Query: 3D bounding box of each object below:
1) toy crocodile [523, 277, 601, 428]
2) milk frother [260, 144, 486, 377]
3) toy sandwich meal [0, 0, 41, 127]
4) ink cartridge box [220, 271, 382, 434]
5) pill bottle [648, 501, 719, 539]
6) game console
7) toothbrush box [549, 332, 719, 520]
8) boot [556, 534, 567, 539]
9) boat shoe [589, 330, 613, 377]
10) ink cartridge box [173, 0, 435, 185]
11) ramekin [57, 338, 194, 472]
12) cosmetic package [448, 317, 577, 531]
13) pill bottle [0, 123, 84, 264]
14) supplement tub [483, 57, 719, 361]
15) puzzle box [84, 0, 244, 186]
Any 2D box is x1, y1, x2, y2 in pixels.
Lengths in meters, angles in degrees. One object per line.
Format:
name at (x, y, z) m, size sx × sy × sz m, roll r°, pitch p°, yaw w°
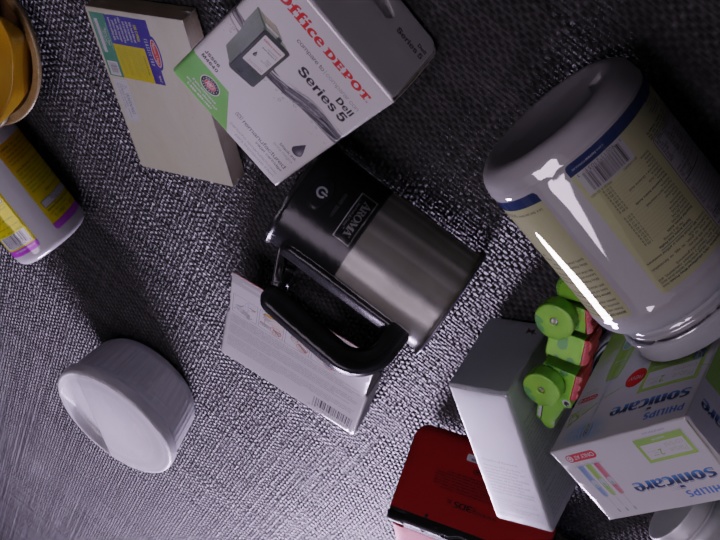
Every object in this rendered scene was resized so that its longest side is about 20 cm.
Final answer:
toy crocodile at (0.196, 0.067, 1.029) m, size 0.061 × 0.067 × 0.202 m, roll 22°, pitch 131°, yaw 23°
milk frother at (0.000, 0.000, 1.108) m, size 0.187 × 0.182 × 0.200 m, roll 37°, pitch -173°, yaw 2°
toy sandwich meal at (-0.435, -0.247, 1.216) m, size 0.202 × 0.070 × 0.208 m, roll 14°, pitch 123°, yaw 22°
ink cartridge box at (-0.067, 0.087, 1.306) m, size 0.198 × 0.045 × 0.177 m, roll 31°, pitch 143°, yaw 10°
pill bottle at (0.384, 0.293, 1.084) m, size 0.199 × 0.113 × 0.113 m, roll 39°, pitch 144°, yaw -1°
game console at (0.143, 0.297, 1.291) m, size 0.197 × 0.175 × 0.119 m, roll 13°, pitch 164°, yaw 29°
toothbrush box at (0.264, 0.091, 0.900) m, size 0.086 × 0.201 × 0.145 m, roll 46°, pitch 144°, yaw -12°
boot at (0.222, 0.394, 1.362) m, size 0.198 × 0.072 × 0.156 m, roll -6°, pitch 125°, yaw 50°
boat shoe at (0.244, 0.138, 1.077) m, size 0.071 × 0.068 × 0.202 m, roll 24°, pitch 141°, yaw 18°
ink cartridge box at (-0.053, -0.185, 0.974) m, size 0.146 × 0.084 × 0.199 m, roll 47°, pitch 143°, yaw -12°
ramekin at (-0.328, 0.186, 1.589) m, size 0.200 × 0.095 × 0.204 m, roll 23°, pitch 141°, yaw 19°
cosmetic package at (0.166, 0.159, 1.138) m, size 0.070 × 0.102 × 0.202 m, roll 7°, pitch 133°, yaw 36°
pill bottle at (-0.437, -0.114, 1.358) m, size 0.103 × 0.105 × 0.201 m, roll -12°, pitch 121°, yaw 46°
supplement tub at (0.205, -0.044, 0.854) m, size 0.200 × 0.145 × 0.144 m, roll 48°, pitch 142°, yaw -13°
puzzle box at (-0.200, -0.184, 1.149) m, size 0.131 × 0.025 × 0.202 m, roll 15°, pitch 137°, yaw 29°
